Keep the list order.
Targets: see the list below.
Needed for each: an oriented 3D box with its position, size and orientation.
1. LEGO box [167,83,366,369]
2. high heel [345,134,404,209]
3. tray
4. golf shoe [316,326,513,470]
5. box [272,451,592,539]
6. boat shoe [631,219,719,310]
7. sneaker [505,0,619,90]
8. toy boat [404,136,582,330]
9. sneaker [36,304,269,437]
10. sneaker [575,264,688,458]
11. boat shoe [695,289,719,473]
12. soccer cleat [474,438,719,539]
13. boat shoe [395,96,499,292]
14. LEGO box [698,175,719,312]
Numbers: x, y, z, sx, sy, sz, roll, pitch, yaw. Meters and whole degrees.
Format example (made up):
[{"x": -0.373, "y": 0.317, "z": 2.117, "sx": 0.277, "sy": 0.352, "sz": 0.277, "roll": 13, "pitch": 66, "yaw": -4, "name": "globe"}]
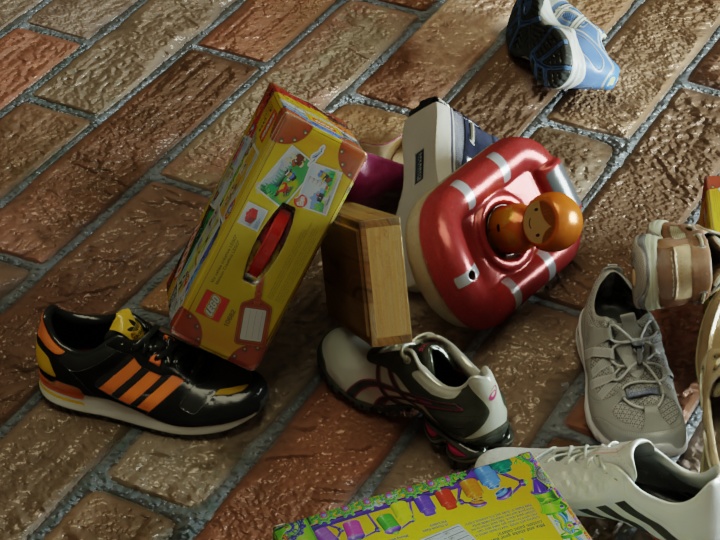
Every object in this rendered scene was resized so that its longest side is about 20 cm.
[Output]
[{"x": -0.081, "y": -0.039, "z": 1.535, "sx": 0.077, "sy": 0.200, "sz": 0.149, "roll": 26, "pitch": 10, "yaw": -13, "name": "LEGO box"}, {"x": 0.036, "y": -0.119, "z": 1.764, "sx": 0.067, "sy": 0.096, "sz": 0.200, "roll": 28, "pitch": 46, "yaw": 33, "name": "high heel"}, {"x": 0.000, "y": 0.000, "z": 1.528, "sx": 0.037, "sy": 0.099, "sz": 0.200, "roll": -8, "pitch": 7, "yaw": -11, "name": "tray"}, {"x": 0.044, "y": 0.079, "z": 1.515, "sx": 0.200, "sy": 0.088, "sz": 0.077, "roll": 27, "pitch": 47, "yaw": 36, "name": "golf shoe"}, {"x": 0.066, "y": 0.251, "z": 1.260, "sx": 0.200, "sy": 0.122, "sz": 0.193, "roll": -14, "pitch": 39, "yaw": -16, "name": "box"}, {"x": 0.268, "y": -0.003, "z": 1.516, "sx": 0.072, "sy": 0.076, "sz": 0.200, "roll": -3, "pitch": 8, "yaw": 16, "name": "boat shoe"}, {"x": 0.209, "y": -0.242, "z": 1.954, "sx": 0.077, "sy": 0.076, "sz": 0.200, "roll": 11, "pitch": 33, "yaw": -21, "name": "sneaker"}, {"x": 0.136, "y": -0.035, "z": 1.602, "sx": 0.131, "sy": 0.131, "sz": 0.200, "roll": -12, "pitch": 21, "yaw": 50, "name": "toy boat"}, {"x": -0.174, "y": 0.076, "z": 1.522, "sx": 0.200, "sy": 0.090, "sz": 0.070, "roll": 8, "pitch": 38, "yaw": 12, "name": "sneaker"}, {"x": 0.215, "y": 0.075, "z": 1.516, "sx": 0.075, "sy": 0.082, "sz": 0.200, "roll": -8, "pitch": 38, "yaw": -8, "name": "sneaker"}, {"x": 0.299, "y": 0.094, "z": 1.447, "sx": 0.071, "sy": 0.065, "sz": 0.200, "roll": 2, "pitch": 62, "yaw": 6, "name": "boat shoe"}, {"x": 0.183, "y": 0.157, "z": 1.408, "sx": 0.200, "sy": 0.085, "sz": 0.069, "roll": 15, "pitch": 40, "yaw": 20, "name": "soccer cleat"}, {"x": 0.087, "y": -0.060, "z": 1.707, "sx": 0.093, "sy": 0.075, "sz": 0.200, "roll": 24, "pitch": 58, "yaw": -30, "name": "boat shoe"}, {"x": 0.374, "y": 0.006, "z": 1.605, "sx": 0.149, "sy": 0.077, "sz": 0.200, "roll": 2, "pitch": 38, "yaw": 4, "name": "LEGO box"}]
